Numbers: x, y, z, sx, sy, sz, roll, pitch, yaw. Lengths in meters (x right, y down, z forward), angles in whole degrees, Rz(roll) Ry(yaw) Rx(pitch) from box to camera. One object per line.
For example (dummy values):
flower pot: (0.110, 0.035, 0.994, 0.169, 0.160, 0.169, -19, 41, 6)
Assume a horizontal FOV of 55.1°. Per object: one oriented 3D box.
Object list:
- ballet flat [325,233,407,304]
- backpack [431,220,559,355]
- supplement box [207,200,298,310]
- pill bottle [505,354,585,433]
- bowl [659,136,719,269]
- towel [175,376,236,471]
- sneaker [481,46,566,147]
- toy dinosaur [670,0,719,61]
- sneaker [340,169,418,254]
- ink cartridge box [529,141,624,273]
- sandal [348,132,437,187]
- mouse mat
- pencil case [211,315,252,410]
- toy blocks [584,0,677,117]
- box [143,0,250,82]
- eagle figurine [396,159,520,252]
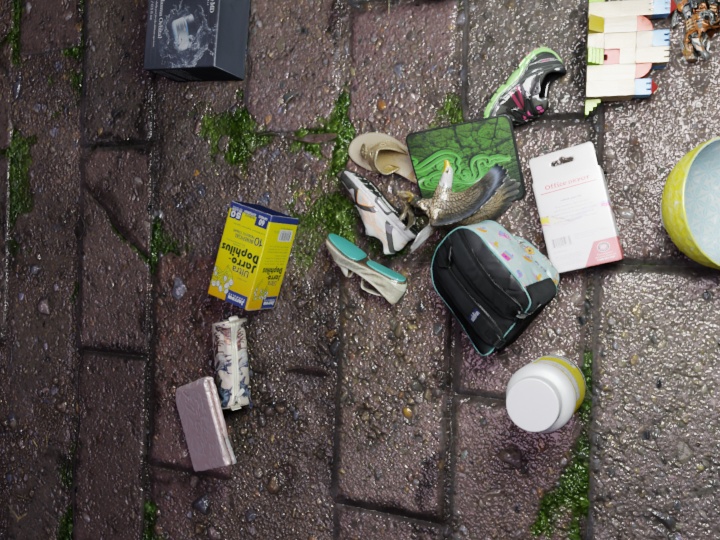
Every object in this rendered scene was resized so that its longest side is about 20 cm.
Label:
ballet flat: (0.000, 0.000, 1.357, 0.199, 0.067, 0.063, 33, 113, 22)
backpack: (0.224, 0.014, 1.182, 0.200, 0.153, 0.176, 47, 137, 20)
supplement box: (-0.223, -0.031, 1.439, 0.108, 0.109, 0.202, 20, 99, 24)
pill bottle: (0.302, 0.203, 1.133, 0.110, 0.200, 0.112, 0, 90, 26)
bowl: (0.530, -0.096, 1.061, 0.108, 0.198, 0.202, 170, 96, -68)
towel: (-0.338, 0.334, 1.491, 0.200, 0.032, 0.193, -26, 79, 53)
sneaker: (0.284, -0.294, 1.212, 0.084, 0.077, 0.201, 42, 108, 24)
toy dinosaur: (0.557, -0.434, 1.075, 0.135, 0.102, 0.202, 13, 118, 42)
sneaker: (0.020, -0.114, 1.342, 0.080, 0.074, 0.200, -47, 71, 20)
ink cartridge box: (0.367, -0.104, 1.176, 0.116, 0.067, 0.202, -13, 86, 25)
sandal: (0.055, -0.218, 1.326, 0.211, 0.069, 0.078, 26, 101, 24)
mouse mat: (0.190, -0.190, 1.254, 0.198, 0.008, 0.162, -6, 116, 27)
pencil case: (-0.275, 0.198, 1.478, 0.089, 0.077, 0.202, -7, 86, 57)
toy blocks: (0.443, -0.360, 1.134, 0.135, 0.100, 0.202, 2, 93, 15)
box: (-0.355, -0.524, 1.501, 0.198, 0.117, 0.199, 6, 92, 25)
eagle figurine: (0.168, -0.118, 1.202, 0.198, 0.152, 0.152, 5, 134, 19)
